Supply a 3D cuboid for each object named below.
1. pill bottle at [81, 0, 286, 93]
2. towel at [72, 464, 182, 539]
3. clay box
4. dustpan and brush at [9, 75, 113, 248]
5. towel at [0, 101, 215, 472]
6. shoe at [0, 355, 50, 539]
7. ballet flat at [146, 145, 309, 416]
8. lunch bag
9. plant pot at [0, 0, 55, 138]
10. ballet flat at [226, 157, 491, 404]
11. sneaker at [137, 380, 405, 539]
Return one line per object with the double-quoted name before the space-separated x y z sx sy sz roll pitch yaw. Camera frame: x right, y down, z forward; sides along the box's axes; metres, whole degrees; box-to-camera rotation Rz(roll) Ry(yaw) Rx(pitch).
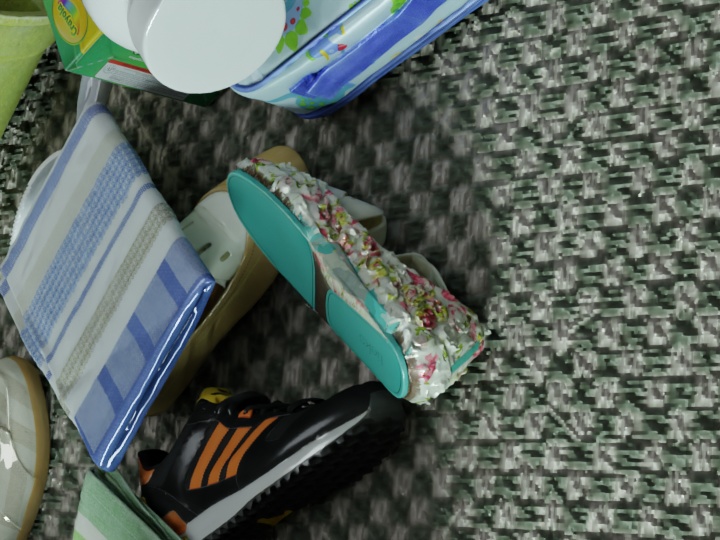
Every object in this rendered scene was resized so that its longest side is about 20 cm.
"pill bottle" -0.115 -0.191 1.207 0.111 0.111 0.200 -52 46 24
"towel" -0.131 0.230 1.270 0.152 0.023 0.201 39 127 41
"clay box" -0.153 -0.203 1.362 0.048 0.114 0.201 -42 54 32
"dustpan and brush" -0.175 -0.049 1.389 0.139 0.057 0.201 24 98 45
"towel" -0.154 0.007 1.297 0.147 0.024 0.200 -60 40 20
"shoe" -0.249 0.155 1.425 0.070 0.053 0.201 6 86 45
"ballet flat" -0.099 0.010 1.299 0.069 0.063 0.201 47 114 33
"lunch bag" -0.004 -0.189 1.232 0.200 0.082 0.162 -36 56 34
"plant pot" -0.301 -0.139 1.462 0.200 0.199 0.185 46 125 40
"ballet flat" 0.000 0.000 1.207 0.200 0.064 0.076 48 151 35
"sneaker" -0.062 0.097 1.233 0.200 0.070 0.090 -38 66 36
